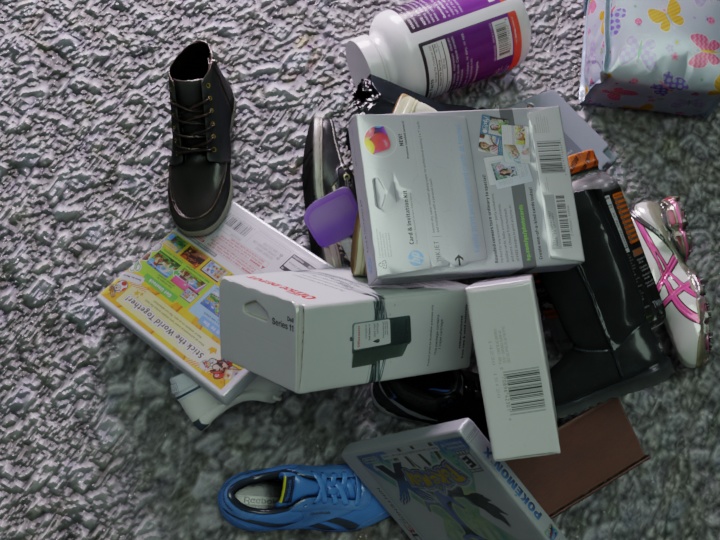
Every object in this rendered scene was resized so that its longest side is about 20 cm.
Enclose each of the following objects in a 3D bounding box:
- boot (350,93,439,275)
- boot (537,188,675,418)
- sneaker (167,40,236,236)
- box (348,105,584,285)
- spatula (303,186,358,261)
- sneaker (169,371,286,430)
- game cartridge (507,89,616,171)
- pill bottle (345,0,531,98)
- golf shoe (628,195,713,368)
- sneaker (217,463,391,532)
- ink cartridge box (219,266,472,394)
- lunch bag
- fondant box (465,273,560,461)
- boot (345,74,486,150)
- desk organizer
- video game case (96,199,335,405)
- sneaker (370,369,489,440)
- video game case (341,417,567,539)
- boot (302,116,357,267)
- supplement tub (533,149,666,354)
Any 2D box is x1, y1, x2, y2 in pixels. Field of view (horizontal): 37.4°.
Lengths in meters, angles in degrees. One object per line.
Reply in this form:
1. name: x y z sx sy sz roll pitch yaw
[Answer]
1. boot: 0.080 -0.066 1.039 0.155 0.072 0.200 19 64 -2
2. boot: 0.198 0.037 1.061 0.165 0.066 0.200 -24 91 19
3. sneaker: -0.182 -0.143 1.147 0.075 0.106 0.200 -3 63 6
4. box: 0.097 -0.071 0.986 0.200 0.041 0.156 -5 78 -14
5. spatula: 0.000 0.000 1.112 0.057 0.021 0.200 -27 120 1
6. sneaker: -0.097 0.101 1.112 0.200 0.073 0.071 -25 94 -10
7. game cartridge: 0.185 -0.117 1.234 0.200 0.040 0.133 -38 83 -18
8. pill bottle: 0.089 -0.261 1.231 0.200 0.112 0.112 -22 75 -14
9. golf shoe: 0.338 0.018 1.194 0.092 0.073 0.200 -13 68 10
10. sneaker: -0.042 0.225 1.064 0.200 0.078 0.066 -2 69 -9
11. ink cartridge box: -0.014 0.049 1.002 0.200 0.147 0.083 -4 102 -36
12. lunch bag: 0.358 -0.296 1.272 0.170 0.127 0.200 5 80 -3
13. fondant box: 0.138 0.078 0.950 0.058 0.200 0.144 -9 90 9
14. boot: 0.066 -0.113 1.134 0.168 0.076 0.200 12 55 -15
15. desk organizer: 0.186 0.203 1.092 0.200 0.072 0.077 -27 94 -15
16. video game case: -0.144 0.022 1.108 0.200 0.023 0.182 33 65 28
17. sneaker: 0.113 0.134 1.096 0.200 0.112 0.073 10 71 -4
18. video game case: 0.091 0.223 0.992 0.182 0.200 0.022 51 56 -10
19. boot: 0.018 -0.075 1.181 0.154 0.073 0.204 -4 74 -12
20. supplement tub: 0.237 -0.020 1.139 0.122 0.123 0.200 -19 88 -13
